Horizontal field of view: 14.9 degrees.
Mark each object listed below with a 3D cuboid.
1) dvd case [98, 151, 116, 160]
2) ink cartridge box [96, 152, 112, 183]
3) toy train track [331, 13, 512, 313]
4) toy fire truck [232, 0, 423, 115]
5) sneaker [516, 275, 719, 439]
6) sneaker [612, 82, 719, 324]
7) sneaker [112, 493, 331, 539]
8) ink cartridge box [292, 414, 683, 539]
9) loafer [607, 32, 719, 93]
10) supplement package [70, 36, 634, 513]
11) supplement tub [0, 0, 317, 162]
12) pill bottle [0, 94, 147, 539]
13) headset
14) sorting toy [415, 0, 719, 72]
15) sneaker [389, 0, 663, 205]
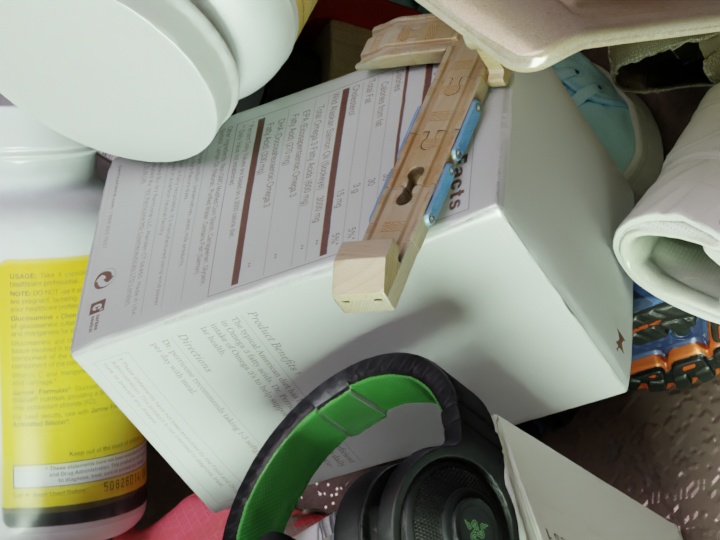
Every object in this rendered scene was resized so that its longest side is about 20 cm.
[{"bbox_3d":[-0.074,-0.135,1.443,0.146,0.022,0.200,4,70,41],"label":"dvd case"},{"bbox_3d":[-0.200,-0.010,1.357,0.083,0.200,0.146,12,76,43],"label":"ink cartridge box"},{"bbox_3d":[0.029,-0.070,1.065,0.115,0.033,0.200,-3,48,33],"label":"toy train track"},{"bbox_3d":[-0.048,-0.101,1.302,0.176,0.128,0.200,127,150,-45],"label":"toy fire truck"},{"bbox_3d":[0.083,0.021,1.204,0.200,0.075,0.079,-15,50,25],"label":"sneaker"},{"bbox_3d":[0.197,-0.016,1.083,0.200,0.074,0.116,5,41,39],"label":"sneaker"},{"bbox_3d":[-0.049,0.125,1.249,0.200,0.074,0.087,-20,55,31],"label":"sneaker"},{"bbox_3d":[0.027,0.159,1.117,0.200,0.146,0.084,-33,50,22],"label":"ink cartridge box"},{"bbox_3d":[0.186,-0.098,1.172,0.200,0.076,0.068,8,80,44],"label":"loafer"},{"bbox_3d":[0.000,0.000,1.141,0.200,0.117,0.117,-18,41,24],"label":"supplement package"},{"bbox_3d":[-0.074,-0.160,1.159,0.144,0.144,0.200,0,52,40],"label":"supplement tub"},{"bbox_3d":[-0.155,0.021,1.265,0.112,0.112,0.200,8,102,42],"label":"pill bottle"},{"bbox_3d":[0.010,0.123,1.015,0.123,0.094,0.200,-35,35,26],"label":"headset"},{"bbox_3d":[0.075,-0.148,1.092,0.185,0.200,0.037,40,127,31],"label":"sorting toy"},{"bbox_3d":[0.060,-0.093,1.265,0.074,0.082,0.200,-50,46,9],"label":"sneaker"}]
